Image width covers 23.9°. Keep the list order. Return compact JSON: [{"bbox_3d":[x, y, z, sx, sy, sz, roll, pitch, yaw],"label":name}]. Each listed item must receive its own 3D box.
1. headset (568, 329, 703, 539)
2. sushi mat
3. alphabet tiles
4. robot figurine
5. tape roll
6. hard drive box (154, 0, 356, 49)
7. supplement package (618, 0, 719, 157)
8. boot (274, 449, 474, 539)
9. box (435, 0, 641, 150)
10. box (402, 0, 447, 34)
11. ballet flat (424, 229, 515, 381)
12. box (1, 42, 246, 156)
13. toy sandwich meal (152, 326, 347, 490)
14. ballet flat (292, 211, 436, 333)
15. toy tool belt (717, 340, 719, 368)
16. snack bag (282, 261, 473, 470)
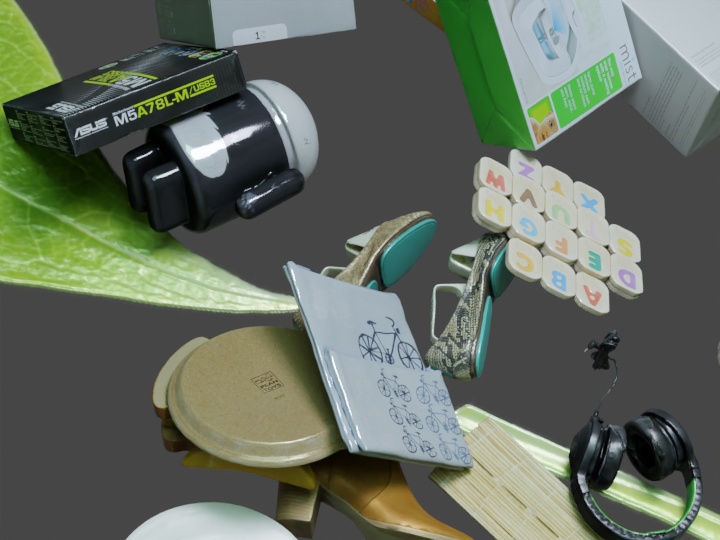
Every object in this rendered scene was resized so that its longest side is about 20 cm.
[{"bbox_3d":[0.255,0.162,1.608,0.122,0.094,0.201,-6,60,-14],"label":"headset"},{"bbox_3d":[0.163,0.230,1.596,0.200,0.012,0.096,42,60,17],"label":"sushi mat"},{"bbox_3d":[0.203,-0.044,1.734,0.199,0.015,0.196,26,39,-15],"label":"alphabet tiles"},{"bbox_3d":[-0.137,-0.112,1.706,0.199,0.125,0.151,-26,84,-24],"label":"robot figurine"},{"bbox_3d":[-0.130,0.301,1.486,0.201,0.037,0.204,4,57,-6],"label":"tape roll"},{"bbox_3d":[-0.115,-0.284,1.773,0.155,0.200,0.077,-11,104,-20],"label":"hard drive box"},{"bbox_3d":[0.346,-0.251,1.879,0.119,0.122,0.200,-32,68,-27],"label":"supplement package"},{"bbox_3d":[0.023,0.187,1.567,0.199,0.071,0.145,12,56,3],"label":"boot"},{"bbox_3d":[0.187,-0.258,1.807,0.176,0.201,0.096,-33,27,-27],"label":"box"},{"bbox_3d":[0.136,-0.311,1.933,0.200,0.042,0.119,39,60,18],"label":"box"},{"bbox_3d":[0.111,0.020,1.700,0.075,0.068,0.201,13,56,18],"label":"ballet flat"},{"bbox_3d":[-0.239,-0.175,1.703,0.192,0.048,0.200,-22,19,-23],"label":"box"},{"bbox_3d":[-0.092,0.128,1.555,0.203,0.071,0.206,3,37,-3],"label":"toy sandwich meal"},{"bbox_3d":[0.000,0.000,1.691,0.065,0.071,0.200,24,51,24],"label":"ballet flat"},{"bbox_3d":[0.460,0.069,1.687,0.198,0.123,0.126,-6,58,-14],"label":"toy tool belt"},{"bbox_3d":[0.019,0.089,1.570,0.188,0.021,0.201,17,46,-52],"label":"snack bag"}]
